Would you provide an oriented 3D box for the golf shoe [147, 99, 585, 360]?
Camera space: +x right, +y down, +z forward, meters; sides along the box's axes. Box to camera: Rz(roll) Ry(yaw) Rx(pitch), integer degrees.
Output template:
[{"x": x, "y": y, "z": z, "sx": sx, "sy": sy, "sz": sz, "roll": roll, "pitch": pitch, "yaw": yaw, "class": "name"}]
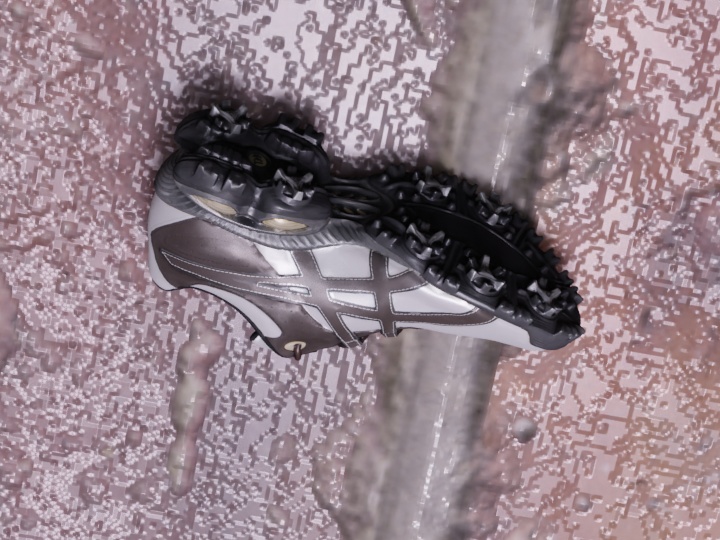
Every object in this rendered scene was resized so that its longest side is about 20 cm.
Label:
[{"x": 0.000, "y": 0.000, "z": 0.905, "sx": 0.199, "sy": 0.078, "sz": 0.095, "roll": 23, "pitch": 125, "yaw": -7, "class": "golf shoe"}]
